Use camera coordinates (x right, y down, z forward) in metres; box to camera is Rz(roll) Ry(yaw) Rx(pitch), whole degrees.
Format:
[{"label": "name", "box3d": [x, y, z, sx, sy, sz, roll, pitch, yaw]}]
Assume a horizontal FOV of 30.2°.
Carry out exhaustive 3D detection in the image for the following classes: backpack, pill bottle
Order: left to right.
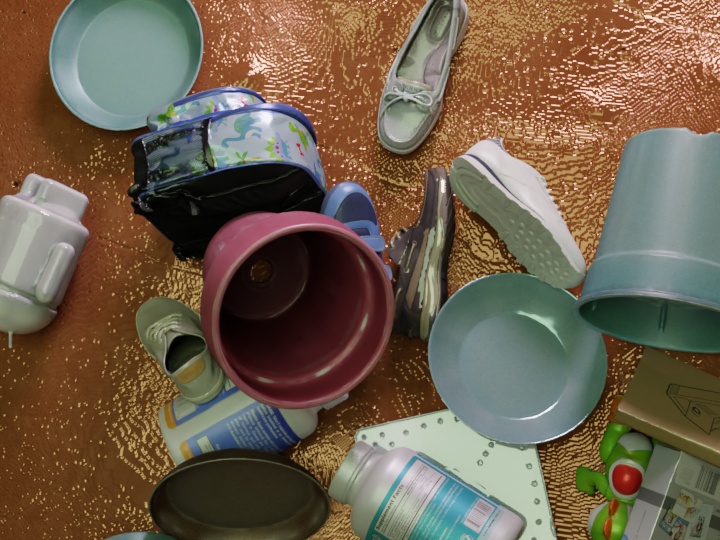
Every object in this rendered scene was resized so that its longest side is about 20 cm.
[{"label": "backpack", "box3d": [-0.145, -0.119, 1.518, 0.198, 0.183, 0.148, -12, 66, 10]}, {"label": "pill bottle", "box3d": [-0.117, 0.156, 1.504, 0.199, 0.112, 0.113, -29, 77, 4]}, {"label": "pill bottle", "box3d": [0.066, 0.263, 1.426, 0.199, 0.111, 0.111, 31, 87, 14]}]

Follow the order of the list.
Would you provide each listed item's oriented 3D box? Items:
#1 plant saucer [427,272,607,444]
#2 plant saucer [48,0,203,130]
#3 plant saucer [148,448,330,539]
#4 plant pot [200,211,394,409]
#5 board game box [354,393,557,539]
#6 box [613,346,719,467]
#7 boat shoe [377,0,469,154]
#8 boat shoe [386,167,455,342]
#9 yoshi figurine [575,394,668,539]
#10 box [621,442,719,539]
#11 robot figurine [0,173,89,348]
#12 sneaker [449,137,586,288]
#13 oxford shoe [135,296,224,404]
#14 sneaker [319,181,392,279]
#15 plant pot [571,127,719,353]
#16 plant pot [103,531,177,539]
[{"label": "plant saucer", "box3d": [0.172, 0.101, 1.479, 0.199, 0.039, 0.203, 1, 65, -2]}, {"label": "plant saucer", "box3d": [-0.284, -0.266, 1.643, 0.198, 0.036, 0.202, -2, 80, 9]}, {"label": "plant saucer", "box3d": [-0.132, 0.250, 1.464, 0.198, 0.201, 0.032, -9, 49, 9]}, {"label": "plant pot", "box3d": [-0.086, 0.022, 1.416, 0.198, 0.179, 0.202, -7, 111, -20]}, {"label": "board game box", "box3d": [0.109, 0.257, 1.490, 0.198, 0.026, 0.202, -13, 78, 8]}, {"label": "box", "box3d": [0.375, 0.157, 1.395, 0.199, 0.163, 0.021, 24, 116, 13]}, {"label": "boat shoe", "box3d": [0.071, -0.236, 1.558, 0.074, 0.065, 0.203, 23, 86, 13]}, {"label": "boat shoe", "box3d": [0.065, -0.021, 1.519, 0.073, 0.074, 0.202, 4, 81, 12]}, {"label": "yoshi figurine", "box3d": [0.291, 0.246, 1.438, 0.111, 0.112, 0.201, 25, 71, -20]}, {"label": "box", "box3d": [0.336, 0.298, 1.386, 0.041, 0.155, 0.201, 11, 80, 57]}, {"label": "robot figurine", "box3d": [-0.396, -0.011, 1.581, 0.169, 0.113, 0.201, 15, 82, 51]}, {"label": "sneaker", "box3d": [0.192, -0.069, 1.502, 0.080, 0.076, 0.200, -32, 77, -37]}, {"label": "oxford shoe", "box3d": [-0.211, 0.077, 1.517, 0.075, 0.058, 0.200, -37, 38, -4]}, {"label": "sneaker", "box3d": [0.000, 0.000, 1.501, 0.073, 0.082, 0.202, -7, 96, -26]}, {"label": "plant pot", "box3d": [0.340, -0.033, 1.421, 0.199, 0.200, 0.198, 9, 74, 12]}, {"label": "plant pot", "box3d": [-0.243, 0.373, 1.465, 0.199, 0.201, 0.135, -18, 51, 7]}]
